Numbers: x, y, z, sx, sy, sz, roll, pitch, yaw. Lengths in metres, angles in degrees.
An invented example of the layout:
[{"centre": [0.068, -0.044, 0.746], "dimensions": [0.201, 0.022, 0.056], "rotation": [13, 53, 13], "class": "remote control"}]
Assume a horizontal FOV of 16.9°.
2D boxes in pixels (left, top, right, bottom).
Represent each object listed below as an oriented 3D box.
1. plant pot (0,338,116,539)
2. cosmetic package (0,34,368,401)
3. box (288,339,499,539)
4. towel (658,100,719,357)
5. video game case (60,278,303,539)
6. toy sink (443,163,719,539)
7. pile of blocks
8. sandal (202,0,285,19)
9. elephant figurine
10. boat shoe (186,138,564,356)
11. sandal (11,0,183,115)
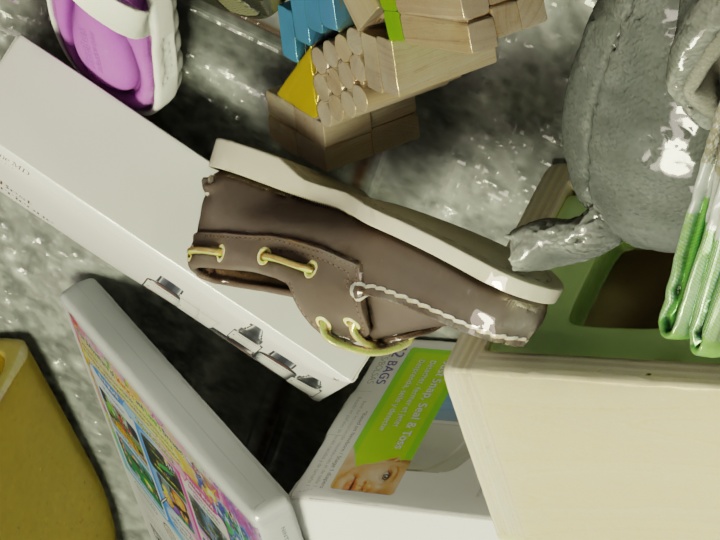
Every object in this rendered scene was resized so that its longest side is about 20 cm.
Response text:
[{"centre": [-0.236, 0.177, 1.268], "dimensions": [0.193, 0.196, 0.200], "rotation": [-3, 136, 32], "class": "plant pot"}, {"centre": [-0.082, -0.019, 1.059], "dimensions": [0.199, 0.051, 0.083], "rotation": [34, 164, -4], "class": "cosmetic package"}, {"centre": [0.089, 0.108, 1.060], "dimensions": [0.199, 0.113, 0.102], "rotation": [4, 131, 29], "class": "box"}, {"centre": [0.181, -0.065, 0.771], "dimensions": [0.031, 0.148, 0.201], "rotation": [37, 118, 53], "class": "towel"}, {"centre": [-0.069, 0.121, 1.151], "dimensions": [0.200, 0.024, 0.183], "rotation": [44, 156, 46], "class": "video game case"}, {"centre": [0.153, 0.036, 0.940], "dimensions": [0.199, 0.131, 0.112], "rotation": [4, 133, 28], "class": "toy sink"}, {"centre": [0.019, -0.102, 0.931], "dimensions": [0.083, 0.062, 0.200], "rotation": [66, 153, 6], "class": "pile of blocks"}, {"centre": [-0.069, -0.175, 0.917], "dimensions": [0.080, 0.057, 0.201], "rotation": [29, 161, 28], "class": "sandal"}, {"centre": [0.122, -0.108, 0.806], "dimensions": [0.141, 0.156, 0.201], "rotation": [10, 143, 24], "class": "elephant figurine"}, {"centre": [0.000, 0.000, 0.941], "dimensions": [0.072, 0.060, 0.200], "rotation": [19, -177, -42], "class": "boat shoe"}, {"centre": [-0.116, -0.119, 0.964], "dimensions": [0.082, 0.050, 0.203], "rotation": [24, 155, 28], "class": "sandal"}]
